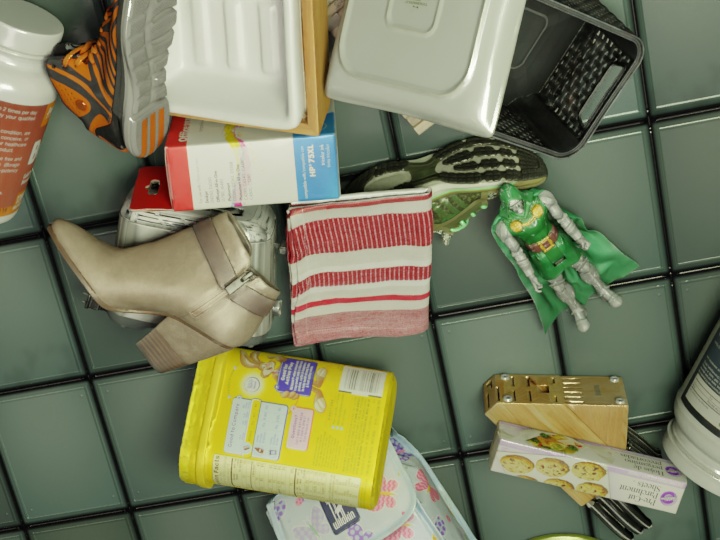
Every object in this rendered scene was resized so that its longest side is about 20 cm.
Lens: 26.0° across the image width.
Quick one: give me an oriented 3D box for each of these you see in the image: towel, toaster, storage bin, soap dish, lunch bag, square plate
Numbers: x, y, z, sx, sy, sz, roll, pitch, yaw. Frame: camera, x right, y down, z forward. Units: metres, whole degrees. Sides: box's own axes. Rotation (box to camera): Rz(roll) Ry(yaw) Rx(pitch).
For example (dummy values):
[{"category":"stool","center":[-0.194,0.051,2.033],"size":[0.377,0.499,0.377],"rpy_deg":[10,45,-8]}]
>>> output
[{"category":"towel","center":[0.000,0.000,1.534],"size":[0.143,0.023,0.201],"rpy_deg":[-6,138,-5]},{"category":"toaster","center":[-0.170,-0.011,1.542],"size":[0.198,0.114,0.130],"rpy_deg":[10,110,1]},{"category":"storage bin","center":[0.139,-0.197,1.405],"size":[0.199,0.094,0.136],"rpy_deg":[13,119,-40]},{"category":"soap dish","center":[-0.117,-0.215,1.430],"size":[0.199,0.081,0.159],"rpy_deg":[11,116,28]},{"category":"lunch bag","center":[0.013,0.285,1.659],"size":[0.169,0.127,0.201],"rpy_deg":[-31,97,14]},{"category":"square plate","center":[0.053,-0.229,1.323],"size":[0.199,0.028,0.200],"rpy_deg":[19,99,40]}]

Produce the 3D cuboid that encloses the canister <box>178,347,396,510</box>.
[{"category":"canister","center":[-0.071,0.158,1.587],"size":[0.198,0.087,0.150],"rpy_deg":[9,76,7]}]

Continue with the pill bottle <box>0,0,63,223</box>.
[{"category":"pill bottle","center":[-0.352,-0.153,1.485],"size":[0.111,0.112,0.201],"rpy_deg":[22,114,-7]}]

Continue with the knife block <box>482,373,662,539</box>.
[{"category":"knife block","center":[0.226,0.201,1.642],"size":[0.198,0.064,0.177],"rpy_deg":[1,113,2]}]

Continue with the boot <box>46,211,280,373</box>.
[{"category":"boot","center":[-0.177,-0.006,1.458],"size":[0.146,0.070,0.200],"rpy_deg":[-37,101,9]}]

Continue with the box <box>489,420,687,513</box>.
[{"category":"box","center":[0.230,0.199,1.585],"size":[0.198,0.039,0.042],"rpy_deg":[14,115,-4]}]

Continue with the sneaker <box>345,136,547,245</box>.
[{"category":"sneaker","center":[0.089,-0.070,1.536],"size":[0.198,0.077,0.089],"rpy_deg":[-11,131,11]}]

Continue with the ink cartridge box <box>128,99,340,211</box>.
[{"category":"ink cartridge box","center":[-0.120,-0.111,1.484],"size":[0.198,0.116,0.068],"rpy_deg":[-4,115,-1]}]

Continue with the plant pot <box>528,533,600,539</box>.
[{"category":"plant pot","center":[0.223,0.417,1.670],"size":[0.198,0.190,0.202],"rpy_deg":[1,113,2]}]

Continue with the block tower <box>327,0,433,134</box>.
[{"category":"block tower","center":[0.012,-0.224,1.469],"size":[0.054,0.058,0.200],"rpy_deg":[-37,106,17]}]

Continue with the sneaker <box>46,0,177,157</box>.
[{"category":"sneaker","center":[-0.231,-0.204,1.409],"size":[0.111,0.077,0.201],"rpy_deg":[23,123,22]}]

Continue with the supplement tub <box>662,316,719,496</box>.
[{"category":"supplement tub","center":[0.399,0.116,1.555],"size":[0.139,0.141,0.201],"rpy_deg":[21,114,-7]}]

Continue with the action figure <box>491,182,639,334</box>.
[{"category":"action figure","center":[0.186,-0.019,1.519],"size":[0.118,0.055,0.200],"rpy_deg":[-39,129,6]}]
